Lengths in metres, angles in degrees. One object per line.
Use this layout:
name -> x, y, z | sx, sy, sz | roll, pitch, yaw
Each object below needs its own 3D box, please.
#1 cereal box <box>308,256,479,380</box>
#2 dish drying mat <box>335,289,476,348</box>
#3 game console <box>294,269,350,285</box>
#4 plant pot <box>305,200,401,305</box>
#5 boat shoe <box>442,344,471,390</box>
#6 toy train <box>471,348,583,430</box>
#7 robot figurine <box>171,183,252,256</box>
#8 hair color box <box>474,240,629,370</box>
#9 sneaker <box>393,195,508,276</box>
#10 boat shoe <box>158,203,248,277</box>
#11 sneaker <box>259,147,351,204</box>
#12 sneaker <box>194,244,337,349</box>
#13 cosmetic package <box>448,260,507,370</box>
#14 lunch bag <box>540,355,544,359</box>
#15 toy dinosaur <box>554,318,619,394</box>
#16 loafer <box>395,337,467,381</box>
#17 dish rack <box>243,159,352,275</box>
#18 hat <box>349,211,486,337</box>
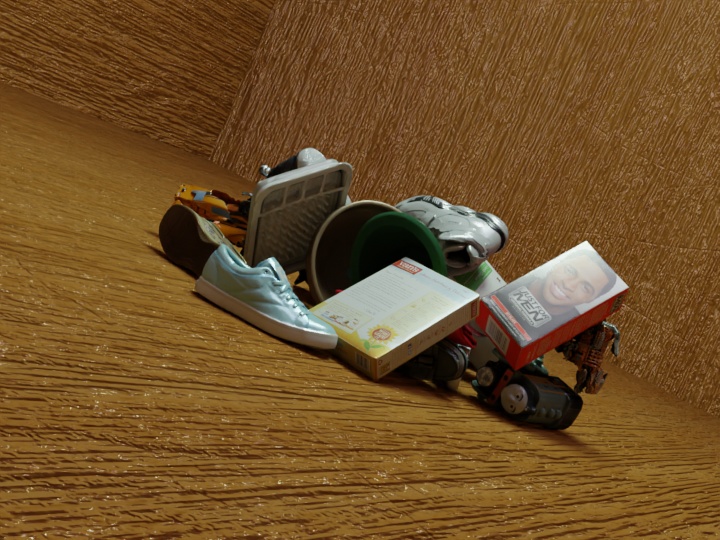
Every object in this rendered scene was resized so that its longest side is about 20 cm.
cereal box -> 0.041, 0.058, 1.528 | 0.199, 0.040, 0.143 | -27, 39, -35
dish drying mat -> 0.063, 0.064, 1.613 | 0.198, 0.018, 0.077 | 17, -13, 28
game console -> 0.003, -0.002, 1.923 | 0.176, 0.198, 0.117 | 51, -15, 35
plant pot -> 0.000, 0.000, 1.764 | 0.199, 0.204, 0.092 | 22, -13, -21
boat shoe -> 0.121, 0.130, 1.681 | 0.056, 0.070, 0.200 | 19, -1, 1
toy train -> 0.244, 0.177, 1.694 | 0.114, 0.086, 0.199 | 39, 12, 33
robot figurine -> -0.196, -0.064, 1.827 | 0.197, 0.059, 0.146 | 18, -38, 12
hair color box -> 0.272, 0.048, 1.657 | 0.102, 0.198, 0.062 | 50, -26, 27
sneaker -> 0.121, -0.054, 1.796 | 0.197, 0.076, 0.115 | 13, 31, 22
boat shoe -> -0.217, -0.025, 1.631 | 0.062, 0.074, 0.200 | 28, 12, -49
sneaker -> -0.084, -0.103, 1.832 | 0.112, 0.076, 0.201 | -8, -49, 25
sneaker -> -0.110, 0.030, 1.455 | 0.198, 0.083, 0.074 | 25, 6, 7
cosmetic package -> 0.196, 0.075, 1.840 | 0.200, 0.085, 0.108 | 48, 42, -1
lunch bag -> 0.208, 0.102, 2.036 | 0.198, 0.124, 0.170 | 19, 6, -27
toy dinosaur -> 0.323, 0.082, 1.739 | 0.134, 0.203, 0.102 | -6, -35, 29
loafer -> 0.047, 0.109, 1.579 | 0.198, 0.073, 0.063 | 19, 21, 26
dish rack -> -0.102, -0.077, 1.724 | 0.170, 0.202, 0.044 | -21, 52, -31
hat -> 0.096, 0.000, 1.724 | 0.164, 0.203, 0.175 | 20, 22, 30
